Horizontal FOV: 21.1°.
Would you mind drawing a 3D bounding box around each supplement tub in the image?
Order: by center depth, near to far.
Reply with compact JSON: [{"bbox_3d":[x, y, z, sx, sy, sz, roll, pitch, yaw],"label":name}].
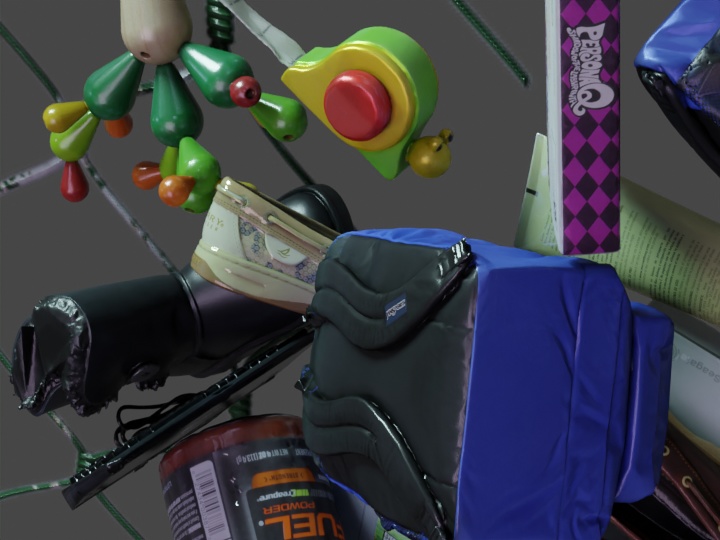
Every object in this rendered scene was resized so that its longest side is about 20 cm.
[{"bbox_3d":[-0.054,0.198,1.196,0.107,0.106,0.202,-34,64,40],"label":"supplement tub"}]

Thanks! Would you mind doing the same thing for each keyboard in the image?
[{"bbox_3d":[-0.116,0.084,1.208,0.040,0.199,0.104,54,135,5],"label":"keyboard"}]

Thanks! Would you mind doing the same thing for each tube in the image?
[{"bbox_3d":[0.178,-0.010,1.097,0.199,0.052,0.058,25,84,24],"label":"tube"}]

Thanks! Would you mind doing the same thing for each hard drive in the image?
[{"bbox_3d":[0.194,0.129,1.170,0.131,0.026,0.201,32,128,15],"label":"hard drive"}]

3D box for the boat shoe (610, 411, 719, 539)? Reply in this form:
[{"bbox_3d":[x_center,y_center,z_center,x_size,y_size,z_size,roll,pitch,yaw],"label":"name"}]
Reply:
[{"bbox_3d":[0.150,0.107,1.125,0.199,0.070,0.071,35,130,14],"label":"boat shoe"}]

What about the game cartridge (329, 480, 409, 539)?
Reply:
[{"bbox_3d":[0.057,0.159,1.187,0.199,0.040,0.134,34,129,29],"label":"game cartridge"}]

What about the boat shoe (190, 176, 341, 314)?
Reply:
[{"bbox_3d":[0.000,0.000,1.162,0.198,0.073,0.063,15,97,-18],"label":"boat shoe"}]

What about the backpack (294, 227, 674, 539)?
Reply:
[{"bbox_3d":[0.061,0.064,1.050,0.199,0.166,0.164,12,93,60],"label":"backpack"}]

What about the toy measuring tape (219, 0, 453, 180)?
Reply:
[{"bbox_3d":[-0.016,-0.134,1.140,0.200,0.074,0.074,45,129,4],"label":"toy measuring tape"}]

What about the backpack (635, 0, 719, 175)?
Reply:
[{"bbox_3d":[0.252,-0.083,0.922,0.200,0.162,0.168,43,106,8],"label":"backpack"}]

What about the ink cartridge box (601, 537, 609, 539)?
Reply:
[{"bbox_3d":[0.105,0.227,1.234,0.199,0.057,0.164,24,128,44],"label":"ink cartridge box"}]

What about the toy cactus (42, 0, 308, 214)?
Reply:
[{"bbox_3d":[-0.129,-0.114,1.218,0.199,0.102,0.167,-1,104,42],"label":"toy cactus"}]

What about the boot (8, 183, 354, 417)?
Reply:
[{"bbox_3d":[-0.114,0.024,1.215,0.200,0.167,0.077,-39,72,40],"label":"boot"}]

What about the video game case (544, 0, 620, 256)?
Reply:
[{"bbox_3d":[0.112,-0.136,0.988,0.035,0.182,0.202,-2,115,4],"label":"video game case"}]
